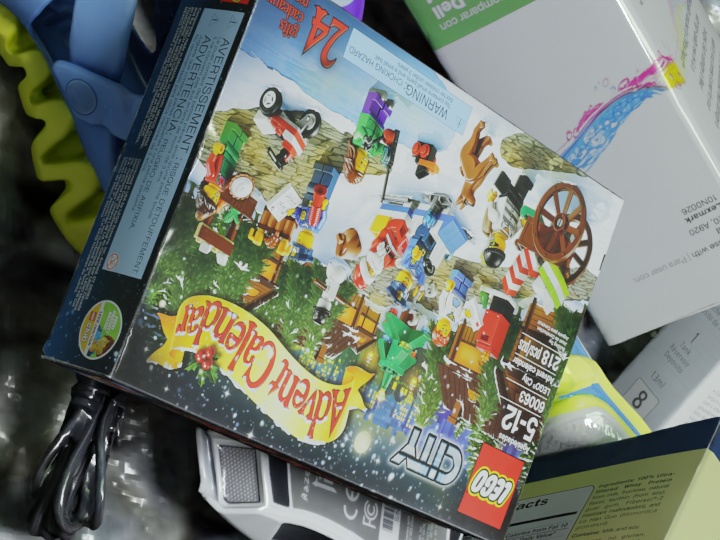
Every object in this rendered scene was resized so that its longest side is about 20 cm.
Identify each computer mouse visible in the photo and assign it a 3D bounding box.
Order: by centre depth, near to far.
[{"bbox_3d":[-0.035,0.064,0.746,0.200,0.044,0.110,29,60,-43],"label":"computer mouse"}]

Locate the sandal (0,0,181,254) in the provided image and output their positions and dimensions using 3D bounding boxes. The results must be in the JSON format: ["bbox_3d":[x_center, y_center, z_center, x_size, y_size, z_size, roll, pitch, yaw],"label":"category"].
[{"bbox_3d":[-0.092,-0.101,0.707,0.200,0.087,0.079,59,43,-15],"label":"sandal"}]

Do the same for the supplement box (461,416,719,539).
[{"bbox_3d":[0.097,0.200,0.785,0.200,0.134,0.200,56,42,-20],"label":"supplement box"}]

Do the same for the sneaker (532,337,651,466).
[{"bbox_3d":[0.068,0.024,0.860,0.200,0.076,0.105,41,48,-32],"label":"sneaker"}]

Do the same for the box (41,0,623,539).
[{"bbox_3d":[0.000,0.000,0.705,0.200,0.038,0.137,28,78,-44],"label":"box"}]

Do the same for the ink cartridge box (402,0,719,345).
[{"bbox_3d":[0.101,-0.090,0.905,0.200,0.084,0.145,58,23,-18],"label":"ink cartridge box"}]

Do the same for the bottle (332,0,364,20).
[{"bbox_3d":[-0.040,-0.118,0.789,0.083,0.065,0.201,-21,93,-52],"label":"bottle"}]

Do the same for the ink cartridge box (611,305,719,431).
[{"bbox_3d":[0.220,0.034,0.957,0.161,0.200,0.050,30,14,-40],"label":"ink cartridge box"}]
